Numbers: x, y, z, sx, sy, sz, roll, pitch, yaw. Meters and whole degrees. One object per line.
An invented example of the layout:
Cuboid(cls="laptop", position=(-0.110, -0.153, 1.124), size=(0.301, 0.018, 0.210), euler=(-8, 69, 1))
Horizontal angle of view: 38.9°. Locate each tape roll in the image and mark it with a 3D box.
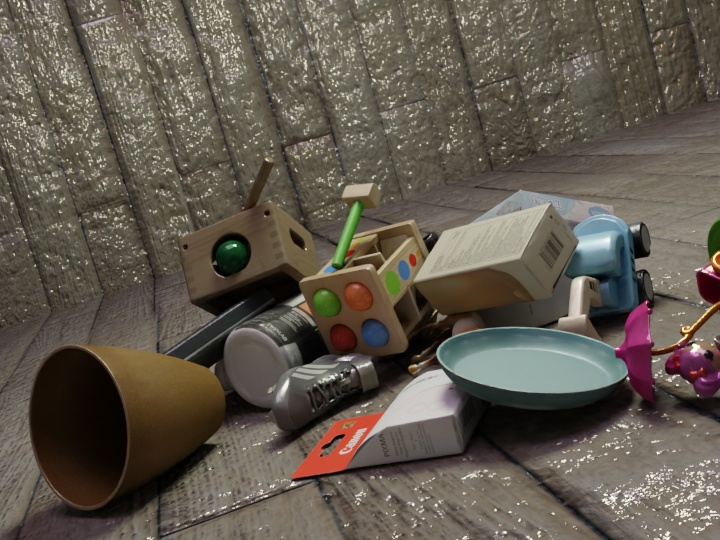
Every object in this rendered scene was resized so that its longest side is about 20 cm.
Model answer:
Cuboid(cls="tape roll", position=(0.218, 0.032, 1.469), size=(0.200, 0.072, 0.203), euler=(-16, 9, 3))

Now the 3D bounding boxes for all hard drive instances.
Cuboid(cls="hard drive", position=(-0.217, 0.108, 1.436), size=(0.199, 0.033, 0.140), euler=(-36, -10, -31))

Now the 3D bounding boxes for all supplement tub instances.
Cuboid(cls="supplement tub", position=(-0.089, 0.102, 1.436), size=(0.121, 0.124, 0.199), euler=(-10, 11, 36))

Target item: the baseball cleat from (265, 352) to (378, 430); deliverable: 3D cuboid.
Cuboid(cls="baseball cleat", position=(-0.039, 0.141, 1.283), size=(0.105, 0.071, 0.200), euler=(-13, 11, 23))

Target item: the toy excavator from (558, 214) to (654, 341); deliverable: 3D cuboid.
Cuboid(cls="toy excavator", position=(0.293, 0.016, 1.283), size=(0.099, 0.197, 0.199), euler=(-10, -17, 32))

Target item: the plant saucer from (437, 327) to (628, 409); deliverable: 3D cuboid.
Cuboid(cls="plant saucer", position=(0.178, 0.103, 1.065), size=(0.197, 0.028, 0.200), euler=(2, 15, 0))

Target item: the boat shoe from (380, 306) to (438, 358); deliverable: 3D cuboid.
Cuboid(cls="boat shoe", position=(0.084, 0.067, 1.508), size=(0.073, 0.070, 0.200), euler=(-6, 35, 43))

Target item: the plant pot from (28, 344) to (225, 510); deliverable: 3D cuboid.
Cuboid(cls="plant pot", position=(-0.264, 0.173, 1.238), size=(0.185, 0.189, 0.199), euler=(-9, -2, 38))

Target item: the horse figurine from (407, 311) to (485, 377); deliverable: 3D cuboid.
Cuboid(cls="horse figurine", position=(0.124, 0.094, 1.337), size=(0.131, 0.050, 0.200), euler=(-22, 11, 5))

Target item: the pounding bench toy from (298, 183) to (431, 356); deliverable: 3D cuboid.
Cuboid(cls="pounding bench toy", position=(0.000, 0.000, 1.377), size=(0.123, 0.202, 0.156), euler=(-12, 21, 36))

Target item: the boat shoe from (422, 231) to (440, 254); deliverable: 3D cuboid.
Cuboid(cls="boat shoe", position=(0.057, -0.001, 1.491), size=(0.199, 0.061, 0.074), euler=(-24, 19, 50))

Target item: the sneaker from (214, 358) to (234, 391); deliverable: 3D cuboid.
Cuboid(cls="sneaker", position=(-0.122, 0.129, 1.544), size=(0.199, 0.075, 0.087), euler=(-33, 24, -33))

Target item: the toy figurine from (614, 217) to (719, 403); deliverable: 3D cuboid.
Cuboid(cls="toy figurine", position=(0.344, 0.066, 0.985), size=(0.183, 0.151, 0.200), euler=(-32, 37, -12))

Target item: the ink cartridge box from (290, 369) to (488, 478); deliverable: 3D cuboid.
Cuboid(cls="ink cartridge box", position=(0.033, 0.161, 1.111), size=(0.198, 0.058, 0.162), euler=(-8, 12, 20))

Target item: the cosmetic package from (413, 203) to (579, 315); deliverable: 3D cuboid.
Cuboid(cls="cosmetic package", position=(0.173, -0.010, 1.320), size=(0.199, 0.071, 0.106), euler=(-13, 37, 52))

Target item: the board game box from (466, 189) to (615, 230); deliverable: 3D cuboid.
Cuboid(cls="board game box", position=(0.254, -0.051, 1.560), size=(0.198, 0.044, 0.199), euler=(6, -26, -35))

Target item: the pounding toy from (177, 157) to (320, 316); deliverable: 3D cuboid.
Cuboid(cls="pounding toy", position=(-0.157, -0.035, 1.480), size=(0.182, 0.144, 0.200), euler=(-21, -22, 13))
